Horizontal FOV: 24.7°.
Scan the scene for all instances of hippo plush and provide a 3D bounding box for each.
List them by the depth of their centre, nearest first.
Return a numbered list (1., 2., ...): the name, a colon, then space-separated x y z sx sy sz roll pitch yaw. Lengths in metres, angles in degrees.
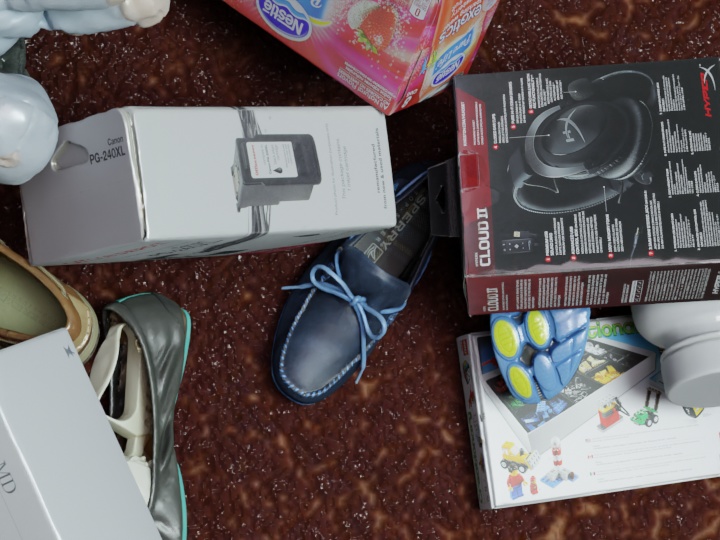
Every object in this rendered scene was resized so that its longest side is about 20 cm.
1. hippo plush: -0.219 -0.137 0.931 0.199 0.159 0.162 24 81 -23

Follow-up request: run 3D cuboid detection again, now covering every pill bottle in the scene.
1. pill bottle: 0.243 -0.010 1.171 0.111 0.111 0.201 1 66 -15

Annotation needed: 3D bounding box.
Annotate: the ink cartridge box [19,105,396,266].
1. ink cartridge box: -0.100 -0.054 1.058 0.199 0.145 0.084 -5 87 -40

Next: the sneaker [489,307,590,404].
1. sneaker: 0.121 -0.003 1.168 0.070 0.083 0.201 -9 69 5

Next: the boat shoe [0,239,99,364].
1. boat shoe: -0.261 -0.001 1.067 0.199 0.074 0.076 24 75 3

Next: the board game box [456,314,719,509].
1. board game box: 0.175 0.099 1.205 0.199 0.035 0.127 -5 83 -15

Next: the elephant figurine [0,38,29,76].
1. elephant figurine: -0.245 -0.203 1.082 0.155 0.141 0.201 18 85 -27

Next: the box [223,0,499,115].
1. box: -0.015 -0.202 1.103 0.200 0.096 0.100 36 34 18

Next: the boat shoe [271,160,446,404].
1. boat shoe: 0.000 0.000 1.152 0.084 0.069 0.201 30 77 -10

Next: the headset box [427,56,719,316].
1. headset box: 0.145 -0.055 1.099 0.199 0.077 0.150 -5 68 5

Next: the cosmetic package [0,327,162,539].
1. cosmetic package: -0.241 0.170 0.997 0.199 0.123 0.200 -25 90 15

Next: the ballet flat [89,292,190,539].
1. ballet flat: -0.156 0.113 1.098 0.068 0.068 0.201 12 72 -43
